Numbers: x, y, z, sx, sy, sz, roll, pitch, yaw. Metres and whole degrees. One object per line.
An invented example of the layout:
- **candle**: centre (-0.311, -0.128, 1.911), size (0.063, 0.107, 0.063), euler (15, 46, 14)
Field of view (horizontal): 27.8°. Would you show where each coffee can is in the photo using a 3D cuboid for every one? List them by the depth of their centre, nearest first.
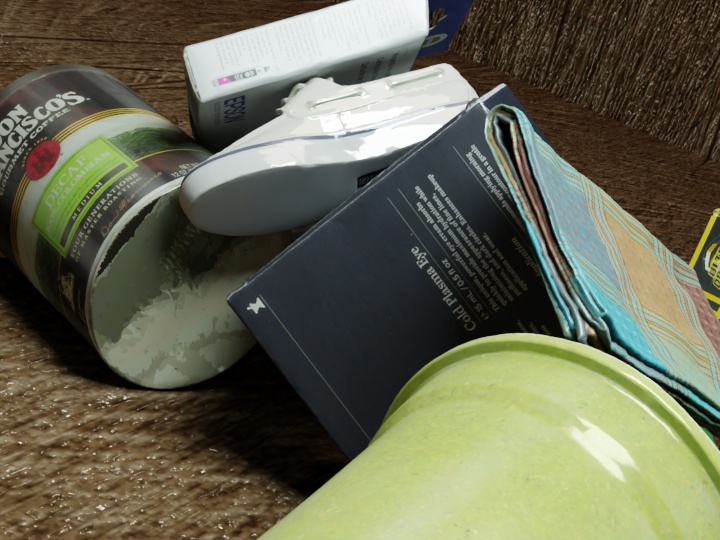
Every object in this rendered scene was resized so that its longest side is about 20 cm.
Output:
- **coffee can**: centre (-0.157, -0.033, 0.958), size (0.146, 0.147, 0.200), euler (5, 22, -42)

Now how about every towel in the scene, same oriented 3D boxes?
- **towel**: centre (0.140, 0.011, 0.723), size (0.200, 0.022, 0.147), euler (32, 31, -43)

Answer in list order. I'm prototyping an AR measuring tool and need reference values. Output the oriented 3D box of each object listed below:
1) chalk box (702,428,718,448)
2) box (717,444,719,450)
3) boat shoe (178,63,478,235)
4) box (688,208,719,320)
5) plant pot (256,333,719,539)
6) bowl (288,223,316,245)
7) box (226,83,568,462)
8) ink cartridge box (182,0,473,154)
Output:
- **chalk box**: centre (0.323, 0.146, 0.997), size (0.200, 0.125, 0.124), euler (30, 19, 27)
- **box**: centre (0.299, 0.152, 0.812), size (0.196, 0.201, 0.117), euler (20, 16, -4)
- **boat shoe**: centre (-0.019, -0.080, 0.870), size (0.199, 0.071, 0.070), euler (-18, 62, -16)
- **box**: centre (0.269, 0.047, 1.119), size (0.049, 0.201, 0.160), euler (28, 18, 20)
- **plant pot**: centre (0.031, 0.146, 0.575), size (0.200, 0.201, 0.184), euler (29, 30, 28)
- **bowl**: centre (0.000, 0.000, 0.971), size (0.090, 0.202, 0.201), euler (-32, 45, -28)
- **box**: centre (0.063, 0.031, 0.819), size (0.200, 0.182, 0.104), euler (53, 17, -2)
- **ink cartridge box**: centre (-0.016, -0.130, 0.958), size (0.199, 0.044, 0.196), euler (-16, -5, -6)
